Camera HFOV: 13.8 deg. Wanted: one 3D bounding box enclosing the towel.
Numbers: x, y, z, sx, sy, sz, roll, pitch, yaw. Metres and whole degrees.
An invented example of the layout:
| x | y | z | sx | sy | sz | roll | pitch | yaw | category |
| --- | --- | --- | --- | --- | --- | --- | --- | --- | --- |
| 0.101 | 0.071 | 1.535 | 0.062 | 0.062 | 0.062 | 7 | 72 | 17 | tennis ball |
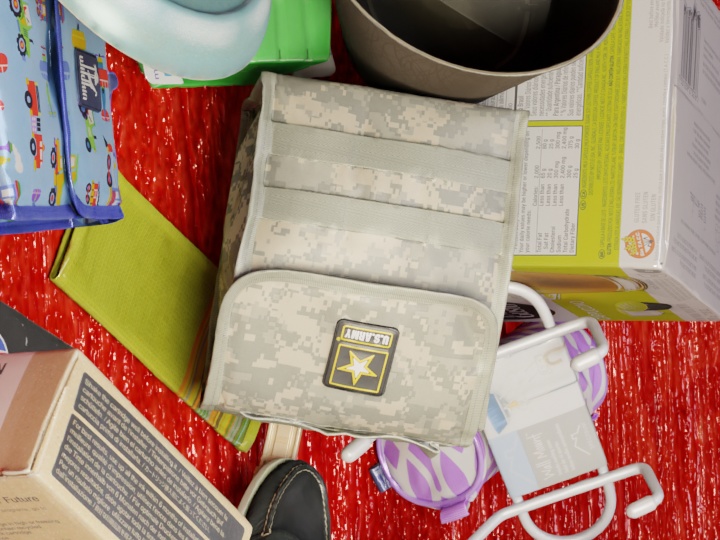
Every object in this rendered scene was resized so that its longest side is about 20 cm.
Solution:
| x | y | z | sx | sy | sz | roll | pitch | yaw | category |
| --- | --- | --- | --- | --- | --- | --- | --- | --- | --- |
| -0.107 | 0.022 | 1.724 | 0.200 | 0.018 | 0.086 | 46 | 49 | -43 | towel |

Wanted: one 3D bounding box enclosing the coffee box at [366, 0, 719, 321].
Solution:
| x | y | z | sx | sy | sz | roll | pitch | yaw | category |
| --- | --- | --- | --- | --- | --- | --- | --- | --- | --- |
| 0.120 | -0.079 | 1.883 | 0.200 | 0.198 | 0.200 | 33 | 59 | -69 | coffee box |

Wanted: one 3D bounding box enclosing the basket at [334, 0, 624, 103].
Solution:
| x | y | z | sx | sy | sz | roll | pitch | yaw | category |
| --- | --- | --- | --- | --- | --- | --- | --- | --- | --- |
| 0.053 | -0.163 | 1.696 | 0.136 | 0.180 | 0.200 | -60 | 179 | -9 | basket |

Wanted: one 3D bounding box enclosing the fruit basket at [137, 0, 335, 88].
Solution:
| x | y | z | sx | sy | sz | roll | pitch | yaw | category |
| --- | --- | --- | --- | --- | --- | --- | --- | --- | --- |
| -0.095 | -0.204 | 1.729 | 0.185 | 0.094 | 0.200 | -9 | 78 | -57 | fruit basket |

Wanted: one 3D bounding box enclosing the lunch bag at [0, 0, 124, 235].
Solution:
| x | y | z | sx | sy | sz | roll | pitch | yaw | category |
| --- | --- | --- | --- | --- | --- | --- | --- | --- | --- |
| -0.185 | -0.096 | 1.576 | 0.200 | 0.094 | 0.151 | -7 | 89 | -68 | lunch bag |

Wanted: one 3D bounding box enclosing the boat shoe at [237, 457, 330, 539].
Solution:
| x | y | z | sx | sy | sz | roll | pitch | yaw | category |
| --- | --- | --- | --- | --- | --- | --- | --- | --- | --- |
| -0.038 | 0.191 | 1.686 | 0.075 | 0.066 | 0.199 | 43 | 46 | -31 | boat shoe |

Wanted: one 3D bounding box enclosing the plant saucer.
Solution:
| x | y | z | sx | sy | sz | roll | pitch | yaw | category |
| --- | --- | --- | --- | --- | --- | --- | --- | --- | --- |
| -0.118 | -0.193 | 1.582 | 0.200 | 0.027 | 0.200 | 32 | 38 | -30 | plant saucer |

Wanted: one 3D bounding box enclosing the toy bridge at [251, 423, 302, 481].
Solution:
| x | y | z | sx | sy | sz | roll | pitch | yaw | category |
| --- | --- | --- | --- | --- | --- | --- | --- | --- | --- |
| -0.029 | 0.048 | 1.806 | 0.067 | 0.027 | 0.200 | 86 | 19 | -59 | toy bridge |

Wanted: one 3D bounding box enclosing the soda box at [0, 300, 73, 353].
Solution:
| x | y | z | sx | sy | sz | roll | pitch | yaw | category |
| --- | --- | --- | --- | --- | --- | --- | --- | --- | --- |
| -0.233 | 0.032 | 1.492 | 0.200 | 0.063 | 0.071 | 37 | 57 | -48 | soda box |

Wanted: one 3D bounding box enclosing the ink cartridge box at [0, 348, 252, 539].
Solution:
| x | y | z | sx | sy | sz | roll | pitch | yaw | category |
| --- | --- | --- | --- | --- | --- | --- | --- | --- | --- |
| -0.180 | 0.115 | 1.440 | 0.165 | 0.200 | 0.075 | 51 | 46 | -42 | ink cartridge box |

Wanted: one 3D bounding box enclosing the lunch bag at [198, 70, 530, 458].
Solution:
| x | y | z | sx | sy | sz | roll | pitch | yaw | category |
| --- | --- | --- | --- | --- | --- | --- | --- | --- | --- |
| 0.000 | 0.000 | 1.709 | 0.118 | 0.164 | 0.200 | 138 | -40 | -77 | lunch bag |

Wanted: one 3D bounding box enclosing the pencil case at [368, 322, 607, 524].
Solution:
| x | y | z | sx | sy | sz | roll | pitch | yaw | category |
| --- | --- | --- | --- | --- | --- | --- | --- | --- | --- |
| 0.090 | 0.094 | 1.951 | 0.086 | 0.084 | 0.200 | 58 | 37 | 1 | pencil case |

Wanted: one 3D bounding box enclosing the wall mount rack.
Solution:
| x | y | z | sx | sy | sz | roll | pitch | yaw | category |
| --- | --- | --- | --- | --- | --- | --- | --- | --- | --- |
| 0.085 | 0.114 | 1.826 | 0.075 | 0.174 | 0.200 | -104 | 173 | -63 | wall mount rack |
